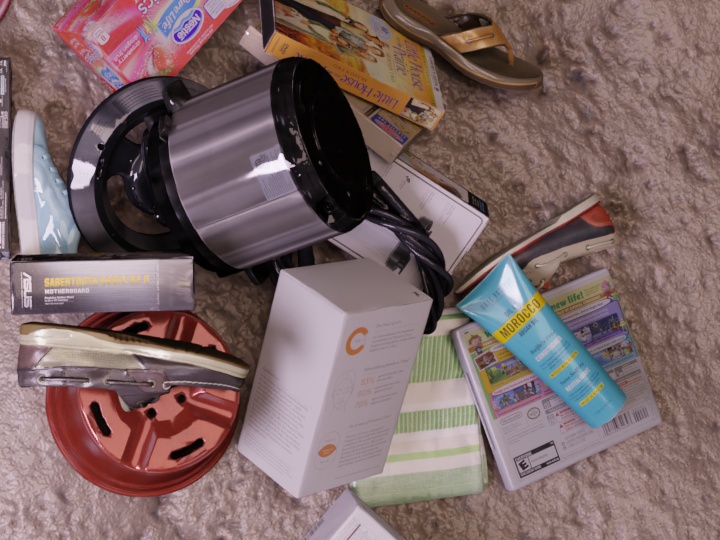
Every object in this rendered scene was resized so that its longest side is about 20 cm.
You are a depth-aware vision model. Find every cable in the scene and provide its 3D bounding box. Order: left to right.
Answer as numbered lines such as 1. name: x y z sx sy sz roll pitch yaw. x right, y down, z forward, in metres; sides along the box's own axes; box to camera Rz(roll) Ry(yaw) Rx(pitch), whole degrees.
1. cable: 0.000 0.000 1.440 0.163 0.051 0.200 -38 103 15

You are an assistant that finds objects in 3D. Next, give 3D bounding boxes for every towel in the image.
1. towel: 0.055 0.144 1.500 0.151 0.023 0.202 -4 86 -13

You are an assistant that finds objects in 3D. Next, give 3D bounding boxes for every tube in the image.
1. tube: 0.196 0.079 1.489 0.077 0.050 0.200 -45 97 0

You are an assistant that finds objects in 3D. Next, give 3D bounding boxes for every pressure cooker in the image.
1. pressure cooker: -0.109 -0.095 1.335 0.199 0.179 0.177 -20 62 21

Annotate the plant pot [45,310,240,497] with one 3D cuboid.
1. plant pot: -0.200 0.119 1.353 0.199 0.195 0.202 1 83 -12

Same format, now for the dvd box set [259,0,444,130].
1. dvd box set: -0.010 -0.231 1.459 0.199 0.147 0.029 23 123 -21

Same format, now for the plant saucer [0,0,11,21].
1. plant saucer: -0.448 -0.313 1.423 0.199 0.051 0.202 2 82 -14

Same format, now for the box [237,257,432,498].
1. box: -0.026 0.102 1.379 0.124 0.097 0.201 -8 121 -46

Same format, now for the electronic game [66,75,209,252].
1. electronic game: -0.201 -0.095 1.419 0.199 0.042 0.201 -14 114 -33

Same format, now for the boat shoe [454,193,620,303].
1. boat shoe: 0.193 -0.011 1.529 0.199 0.071 0.063 -31 94 -19

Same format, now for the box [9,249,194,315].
1. box: -0.239 0.009 1.297 0.157 0.200 0.049 -2 93 -11

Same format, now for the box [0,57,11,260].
1. box: -0.426 -0.112 1.403 0.156 0.050 0.202 0 83 -13

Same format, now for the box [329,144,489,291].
1. box: 0.022 -0.068 1.475 0.199 0.060 0.117 31 106 -7

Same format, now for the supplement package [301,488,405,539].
1. supplement package: 0.029 0.333 1.418 0.200 0.110 0.114 43 86 -5

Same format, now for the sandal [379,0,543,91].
1. sandal: 0.115 -0.256 1.529 0.199 0.080 0.054 31 122 -4

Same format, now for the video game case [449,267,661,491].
1. video game case: 0.213 0.115 1.527 0.199 0.022 0.183 -21 92 -20

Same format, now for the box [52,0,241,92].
1. box: -0.200 -0.278 1.438 0.200 0.094 0.103 -52 124 -13

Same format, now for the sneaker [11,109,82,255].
1. sneaker: -0.305 -0.063 1.418 0.081 0.074 0.202 -6 96 -15

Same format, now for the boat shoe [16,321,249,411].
1. boat shoe: -0.198 0.089 1.225 0.199 0.072 0.067 11 90 -11

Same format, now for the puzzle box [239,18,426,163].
1. puzzle box: -0.018 -0.199 1.464 0.200 0.133 0.025 38 121 2
